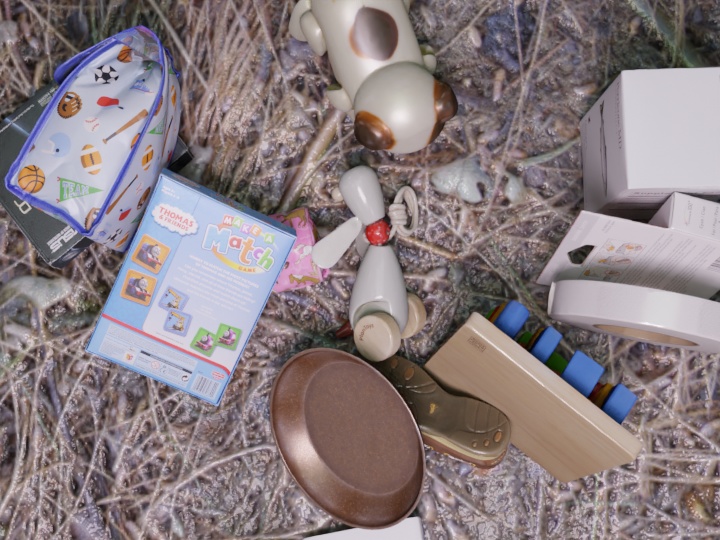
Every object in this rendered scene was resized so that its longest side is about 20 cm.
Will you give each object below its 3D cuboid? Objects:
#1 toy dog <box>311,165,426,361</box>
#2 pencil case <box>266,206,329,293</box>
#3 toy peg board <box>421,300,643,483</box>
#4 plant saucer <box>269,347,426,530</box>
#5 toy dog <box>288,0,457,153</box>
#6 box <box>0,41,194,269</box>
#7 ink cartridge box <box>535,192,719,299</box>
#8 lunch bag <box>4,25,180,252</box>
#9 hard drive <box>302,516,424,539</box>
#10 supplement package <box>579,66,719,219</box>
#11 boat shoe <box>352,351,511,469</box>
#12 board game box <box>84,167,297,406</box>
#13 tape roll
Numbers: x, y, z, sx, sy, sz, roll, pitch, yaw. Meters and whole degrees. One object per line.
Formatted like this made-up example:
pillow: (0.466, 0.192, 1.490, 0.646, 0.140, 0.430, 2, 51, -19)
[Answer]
toy dog: (0.000, 0.000, 1.079, 0.095, 0.131, 0.204, -11, 76, 29)
pencil case: (-0.133, -0.005, 1.087, 0.197, 0.087, 0.084, -16, 66, 0)
toy peg board: (0.185, 0.105, 1.025, 0.199, 0.199, 0.098, 38, 70, 4)
plant saucer: (-0.008, 0.169, 1.048, 0.198, 0.036, 0.204, 15, 117, 32)
toy dog: (0.027, -0.219, 1.057, 0.138, 0.194, 0.203, -20, 78, -14)
box: (-0.310, -0.127, 1.119, 0.199, 0.044, 0.161, -39, 85, -4)
ink cartridge box: (0.286, -0.020, 1.023, 0.173, 0.200, 0.045, 14, 70, 1)
lunch bag: (-0.251, -0.137, 1.014, 0.123, 0.170, 0.202, 29, 86, -2)
hard drive: (0.015, 0.368, 1.036, 0.130, 0.025, 0.203, -13, 67, 12)
supplement package: (0.302, -0.123, 1.034, 0.115, 0.200, 0.119, -1, 84, 0)
boat shoe: (0.064, 0.154, 1.073, 0.198, 0.068, 0.072, 26, 57, 20)
board game box: (-0.173, 0.020, 1.031, 0.149, 0.037, 0.202, 24, 104, -12)
tape roll: (0.290, 0.048, 1.018, 0.199, 0.203, 0.038, 11, 85, 2)
